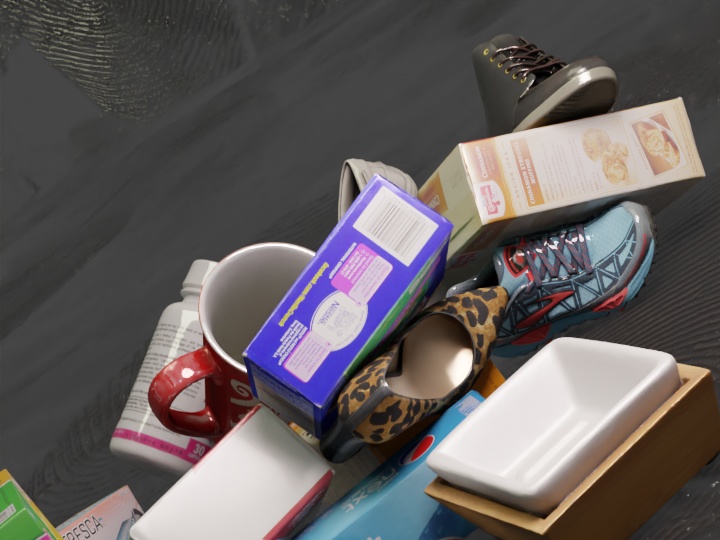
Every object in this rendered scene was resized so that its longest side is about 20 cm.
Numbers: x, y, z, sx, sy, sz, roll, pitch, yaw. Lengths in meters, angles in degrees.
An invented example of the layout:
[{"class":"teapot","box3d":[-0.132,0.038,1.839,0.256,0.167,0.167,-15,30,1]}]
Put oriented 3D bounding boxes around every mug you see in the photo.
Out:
[{"class":"mug","box3d":[-0.101,0.083,1.867,0.200,0.177,0.134,101,166,-59]}]

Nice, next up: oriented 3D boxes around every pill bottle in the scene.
[{"class":"pill bottle","box3d":[-0.152,0.099,2.020,0.113,0.113,0.201,-6,61,64]}]

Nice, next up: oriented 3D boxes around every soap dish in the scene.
[{"class":"soap dish","box3d":[0.145,0.124,1.444,0.157,0.081,0.200,-42,15,-14]}]

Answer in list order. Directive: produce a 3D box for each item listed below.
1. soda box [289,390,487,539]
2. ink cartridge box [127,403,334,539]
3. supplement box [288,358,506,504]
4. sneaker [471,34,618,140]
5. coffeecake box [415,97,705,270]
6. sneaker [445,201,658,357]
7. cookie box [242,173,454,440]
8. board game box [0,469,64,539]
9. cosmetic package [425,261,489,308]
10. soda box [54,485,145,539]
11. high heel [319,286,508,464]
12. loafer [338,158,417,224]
[{"class":"soda box","box3d":[0.034,0.180,1.561,0.200,0.068,0.064,-39,13,-5]},{"class":"ink cartridge box","box3d":[-0.106,0.209,1.630,0.147,0.083,0.200,-44,-11,-23]},{"class":"supplement box","box3d":[0.028,0.127,1.727,0.126,0.074,0.200,-43,15,-22]},{"class":"sneaker","box3d":[0.143,-0.160,1.768,0.075,0.107,0.200,-11,-12,-23]},{"class":"coffeecake box","box3d":[0.162,-0.069,1.769,0.199,0.073,0.154,-13,-11,-17]},{"class":"sneaker","box3d":[0.152,0.006,1.729,0.200,0.095,0.079,-36,52,29]},{"class":"cookie box","box3d":[-0.009,0.033,1.615,0.171,0.075,0.200,-53,-6,-9]},{"class":"board game box","box3d":[-0.229,0.259,1.681,0.040,0.200,0.153,-39,15,-8]},{"class":"cosmetic package","box3d":[0.118,-0.019,1.944,0.200,0.090,0.107,-42,15,-6]},{"class":"soda box","box3d":[-0.258,0.263,1.908,0.063,0.069,0.200,-31,1,24]},{"class":"high heel","box3d":[0.057,0.063,1.565,0.200,0.071,0.143,-42,-5,-22]},{"class":"loafer","box3d":[0.000,0.000,1.764,0.070,0.070,0.201,-35,42,49]}]
